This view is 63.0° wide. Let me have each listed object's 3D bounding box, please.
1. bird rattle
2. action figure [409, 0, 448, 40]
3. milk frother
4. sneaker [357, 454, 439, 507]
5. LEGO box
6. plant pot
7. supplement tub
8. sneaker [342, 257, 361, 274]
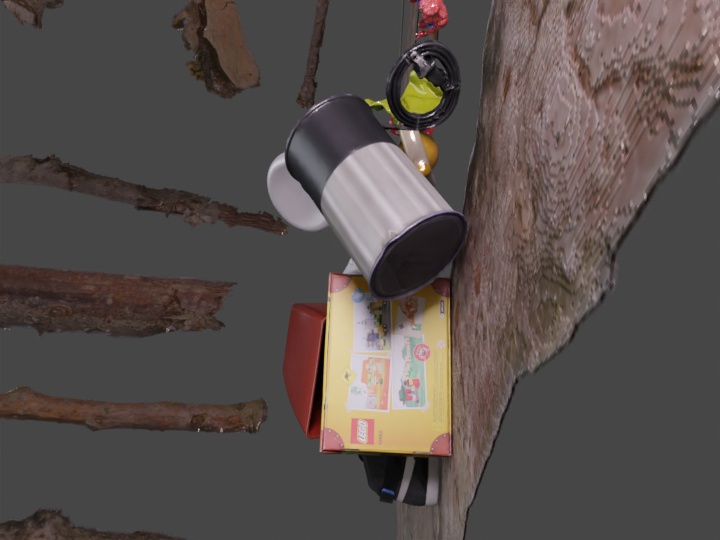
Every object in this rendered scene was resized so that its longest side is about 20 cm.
[{"bbox_3d":[0.072,-0.193,0.872,0.200,0.109,0.168,60,-164,-82],"label":"bird rattle"},{"bbox_3d":[0.095,-0.373,0.842,0.201,0.050,0.067,-91,-19,-68],"label":"action figure"},{"bbox_3d":[0.051,-0.110,0.608,0.190,0.178,0.202,54,127,29],"label":"milk frother"},{"bbox_3d":[0.047,0.193,0.753,0.073,0.108,0.206,91,-179,-78],"label":"sneaker"},{"bbox_3d":[0.030,0.113,0.696,0.077,0.144,0.206,89,-176,-73],"label":"LEGO box"},{"bbox_3d":[-0.035,0.148,1.032,0.175,0.195,0.206,25,109,54],"label":"plant pot"},{"bbox_3d":[-0.059,-0.178,1.041,0.201,0.142,0.148,-52,-28,-45],"label":"supplement tub"},{"bbox_3d":[0.000,0.000,0.947,0.200,0.072,0.090,-87,12,-85],"label":"sneaker"}]
